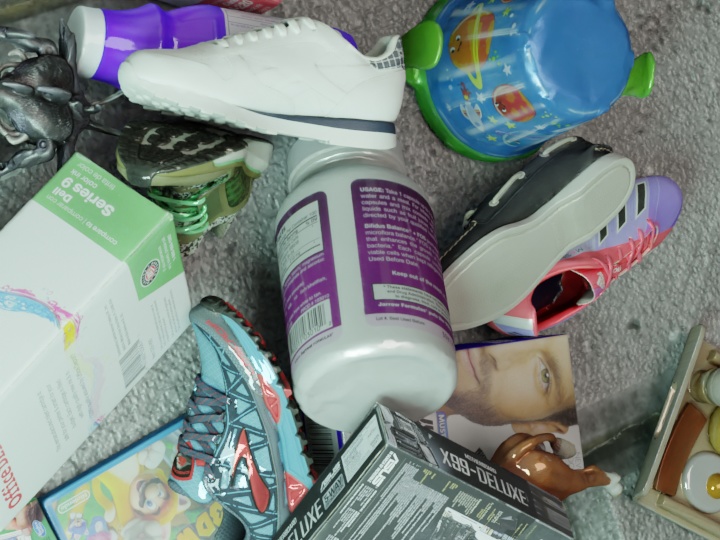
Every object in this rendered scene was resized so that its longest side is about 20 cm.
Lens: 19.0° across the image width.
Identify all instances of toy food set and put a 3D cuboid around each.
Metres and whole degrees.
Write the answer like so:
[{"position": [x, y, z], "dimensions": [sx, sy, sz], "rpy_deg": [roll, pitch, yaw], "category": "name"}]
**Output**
[{"position": [0.314, 0.148, 1.693], "dimensions": [0.200, 0.060, 0.144], "rpy_deg": [28, 74, -24], "category": "toy food set"}]

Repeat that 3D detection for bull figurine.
[{"position": [0.094, 0.193, 1.520], "dimensions": [0.121, 0.200, 0.065], "rpy_deg": [5, 39, -44], "category": "bull figurine"}]

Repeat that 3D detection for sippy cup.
[{"position": [0.126, -0.152, 1.568], "dimensions": [0.178, 0.130, 0.140], "rpy_deg": [-36, 104, -26], "category": "sippy cup"}]

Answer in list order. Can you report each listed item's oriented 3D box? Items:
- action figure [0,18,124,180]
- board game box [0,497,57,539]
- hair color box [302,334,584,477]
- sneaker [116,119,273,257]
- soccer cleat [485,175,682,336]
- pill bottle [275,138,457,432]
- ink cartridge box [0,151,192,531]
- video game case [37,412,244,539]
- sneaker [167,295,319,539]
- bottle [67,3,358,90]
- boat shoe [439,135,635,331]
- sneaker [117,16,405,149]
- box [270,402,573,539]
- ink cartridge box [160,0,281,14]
[{"position": [-0.250, -0.109, 1.378], "dimensions": [0.199, 0.102, 0.119], "rpy_deg": [8, 79, -30], "category": "action figure"}, {"position": [-0.228, 0.268, 1.407], "dimensions": [0.134, 0.029, 0.201], "rpy_deg": [-29, 101, -26], "category": "board game box"}, {"position": [0.060, 0.111, 1.555], "dimensions": [0.199, 0.065, 0.110], "rpy_deg": [-7, 90, -30], "category": "hair color box"}, {"position": [-0.109, -0.049, 1.420], "dimensions": [0.077, 0.200, 0.089], "rpy_deg": [14, 97, 15], "category": "sneaker"}, {"position": [0.176, -0.007, 1.611], "dimensions": [0.200, 0.076, 0.067], "rpy_deg": [-29, 120, -24], "category": "soccer cleat"}, {"position": [0.000, 0.000, 1.467], "dimensions": [0.112, 0.112, 0.201], "rpy_deg": [13, 51, -27], "category": "pill bottle"}, {"position": [-0.205, 0.048, 1.358], "dimensions": [0.087, 0.145, 0.200], "rpy_deg": [32, 67, 17], "category": "ink cartridge box"}, {"position": [-0.119, 0.212, 1.476], "dimensions": [0.143, 0.018, 0.201], "rpy_deg": [-29, 101, -28], "category": "video game case"}, {"position": [-0.086, 0.116, 1.435], "dimensions": [0.095, 0.079, 0.201], "rpy_deg": [-23, 110, -13], "category": "sneaker"}, {"position": [-0.102, -0.141, 1.468], "dimensions": [0.199, 0.084, 0.066], "rpy_deg": [7, 61, -25], "category": "bottle"}, {"position": [0.110, -0.031, 1.549], "dimensions": [0.200, 0.060, 0.074], "rpy_deg": [-39, 139, -20], "category": "boat shoe"}, {"position": [-0.064, -0.130, 1.410], "dimensions": [0.199, 0.076, 0.081], "rpy_deg": [7, 95, -29], "category": "sneaker"}, {"position": [0.021, 0.205, 1.439], "dimensions": [0.157, 0.050, 0.200], "rpy_deg": [28, 111, -23], "category": "box"}, {"position": [-0.142, -0.268, 1.454], "dimensions": [0.199, 0.085, 0.146], "rpy_deg": [15, 80, -25], "category": "ink cartridge box"}]
